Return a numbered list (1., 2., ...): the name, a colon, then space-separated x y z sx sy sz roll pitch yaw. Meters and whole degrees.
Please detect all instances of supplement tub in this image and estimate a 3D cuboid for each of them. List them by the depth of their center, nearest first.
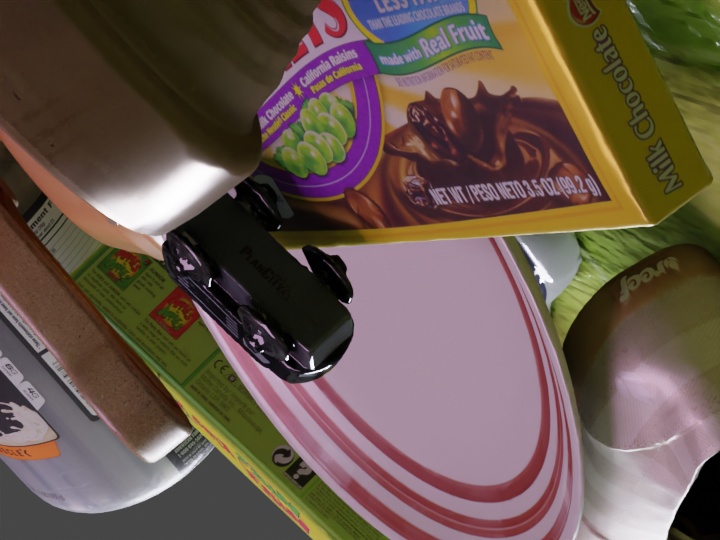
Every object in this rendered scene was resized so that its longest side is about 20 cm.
1. supplement tub: -0.141 -0.003 1.099 0.122 0.123 0.200 32 163 53

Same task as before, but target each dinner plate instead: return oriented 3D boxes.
1. dinner plate: 0.000 0.000 0.750 0.200 0.024 0.201 41 149 31

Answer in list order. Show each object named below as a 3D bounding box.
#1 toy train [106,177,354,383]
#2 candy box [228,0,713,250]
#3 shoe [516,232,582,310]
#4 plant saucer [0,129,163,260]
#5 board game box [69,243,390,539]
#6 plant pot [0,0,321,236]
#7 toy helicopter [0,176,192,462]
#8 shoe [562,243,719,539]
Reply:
1. toy train: -0.073 -0.043 0.702 0.200 0.034 0.046 45 164 18
2. candy box: -0.004 -0.054 0.640 0.200 0.026 0.102 -3 116 59
3. shoe: 0.012 0.015 0.841 0.071 0.091 0.200 43 170 12
4. plant saucer: -0.108 -0.085 0.893 0.200 0.037 0.200 57 -173 -11
5. board game box: -0.007 0.039 0.988 0.200 0.102 0.048 41 169 26
6. plant pot: -0.060 -0.115 0.533 0.201 0.093 0.201 54 -172 -11
7. toy helicopter: -0.124 -0.020 0.861 0.200 0.079 0.132 49 178 5
8. shoe: 0.091 0.061 0.757 0.053 0.070 0.200 50 171 24
